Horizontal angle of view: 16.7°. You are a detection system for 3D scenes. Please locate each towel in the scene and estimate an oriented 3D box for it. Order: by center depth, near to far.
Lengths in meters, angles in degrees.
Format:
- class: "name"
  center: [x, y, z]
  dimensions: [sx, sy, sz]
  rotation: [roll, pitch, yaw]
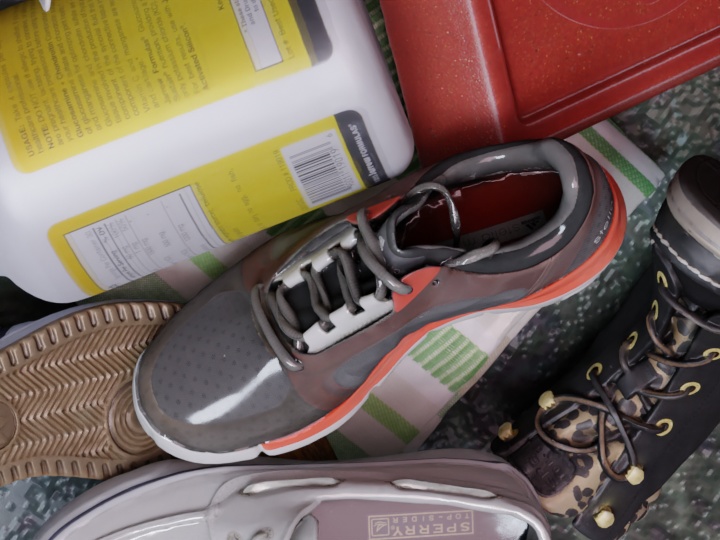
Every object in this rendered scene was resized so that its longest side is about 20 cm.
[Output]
- class: "towel"
  center: [0.006, -0.014, 0.999]
  dimensions: [0.153, 0.023, 0.200]
  rotation: [42, 95, -17]

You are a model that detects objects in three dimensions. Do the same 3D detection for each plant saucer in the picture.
- class: "plant saucer"
  center: [0.097, -0.147, 0.933]
  dimensions: [0.200, 0.037, 0.200]
  rotation: [-25, 120, -18]

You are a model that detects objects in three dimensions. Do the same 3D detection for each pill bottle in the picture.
- class: "pill bottle"
  center: [-0.089, -0.055, 0.916]
  dimensions: [0.200, 0.112, 0.112]
  rotation: [-21, 107, 3]

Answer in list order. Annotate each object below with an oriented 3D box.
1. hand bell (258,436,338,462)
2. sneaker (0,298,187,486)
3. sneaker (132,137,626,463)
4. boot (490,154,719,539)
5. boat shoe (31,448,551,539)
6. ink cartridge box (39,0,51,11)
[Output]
- class: "hand bell"
  center: [0.002, 0.121, 0.985]
  dimensions: [0.104, 0.104, 0.200]
  rotation: [-31, 109, -2]
- class: "sneaker"
  center: [-0.151, 0.050, 0.957]
  dimensions: [0.200, 0.108, 0.070]
  rotation: [-17, 106, -30]
- class: "sneaker"
  center: [0.000, 0.000, 0.900]
  dimensions: [0.200, 0.082, 0.077]
  rotation: [-29, 71, 1]
- class: "boot"
  center: [0.116, 0.034, 0.955]
  dimensions: [0.073, 0.200, 0.151]
  rotation: [42, 100, 10]
- class: "boat shoe"
  center: [-0.027, 0.109, 0.916]
  dimensions: [0.200, 0.066, 0.072]
  rotation: [-3, 98, -8]
- class: "ink cartridge box"
  center: [-0.071, -0.193, 0.888]
  dimensions: [0.067, 0.116, 0.200]
  rotation: [10, 103, -13]
